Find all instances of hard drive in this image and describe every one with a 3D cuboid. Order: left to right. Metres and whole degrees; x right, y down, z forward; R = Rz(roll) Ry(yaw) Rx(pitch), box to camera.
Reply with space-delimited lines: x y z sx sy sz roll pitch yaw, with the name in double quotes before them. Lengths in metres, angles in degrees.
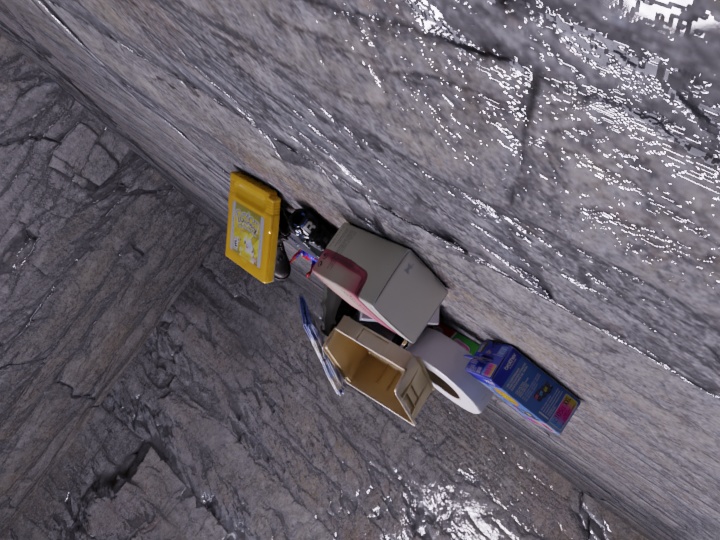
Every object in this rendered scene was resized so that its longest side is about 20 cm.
"hard drive" -0.128 -0.073 1.513 0.135 0.043 0.199 43 172 -37

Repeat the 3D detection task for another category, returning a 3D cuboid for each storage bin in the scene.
"storage bin" 0.041 0.210 1.342 0.197 0.094 0.200 27 160 31

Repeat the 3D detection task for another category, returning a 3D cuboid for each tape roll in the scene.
"tape roll" 0.191 0.212 1.331 0.201 0.071 0.203 39 167 11

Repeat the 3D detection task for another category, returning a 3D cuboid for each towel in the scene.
"towel" -0.088 0.169 1.429 0.147 0.023 0.203 -115 2 -66

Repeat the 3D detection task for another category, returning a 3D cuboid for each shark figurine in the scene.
"shark figurine" -0.046 0.064 1.396 0.087 0.221 0.128 5 -173 2

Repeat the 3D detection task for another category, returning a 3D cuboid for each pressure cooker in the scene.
"pressure cooker" 0.032 0.142 1.552 0.199 0.180 0.176 38 169 -10

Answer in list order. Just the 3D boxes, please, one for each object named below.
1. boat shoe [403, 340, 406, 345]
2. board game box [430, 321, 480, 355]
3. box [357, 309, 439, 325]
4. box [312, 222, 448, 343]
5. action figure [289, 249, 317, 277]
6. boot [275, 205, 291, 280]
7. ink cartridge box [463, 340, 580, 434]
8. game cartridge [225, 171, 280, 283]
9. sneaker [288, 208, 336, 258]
"boat shoe" 0.094 0.150 1.766 0.196 0.075 0.069 25 -166 17
"board game box" 0.220 0.178 1.424 0.198 0.041 0.153 30 169 44
"box" 0.073 0.092 1.308 0.151 0.042 0.200 4 174 -1
"box" 0.029 0.017 1.071 0.128 0.110 0.199 42 171 -36
"action figure" -0.144 -0.020 1.725 0.065 0.100 0.200 39 175 -19
"boot" -0.197 -0.073 1.451 0.173 0.068 0.204 -4 110 67
"ink cartridge box" 0.282 0.201 1.157 0.199 0.077 0.136 40 172 -7
"game cartridge" -0.244 -0.099 1.404 0.032 0.205 0.175 -14 -149 -40
"sneaker" -0.075 -0.057 1.244 0.198 0.074 0.112 33 173 38
